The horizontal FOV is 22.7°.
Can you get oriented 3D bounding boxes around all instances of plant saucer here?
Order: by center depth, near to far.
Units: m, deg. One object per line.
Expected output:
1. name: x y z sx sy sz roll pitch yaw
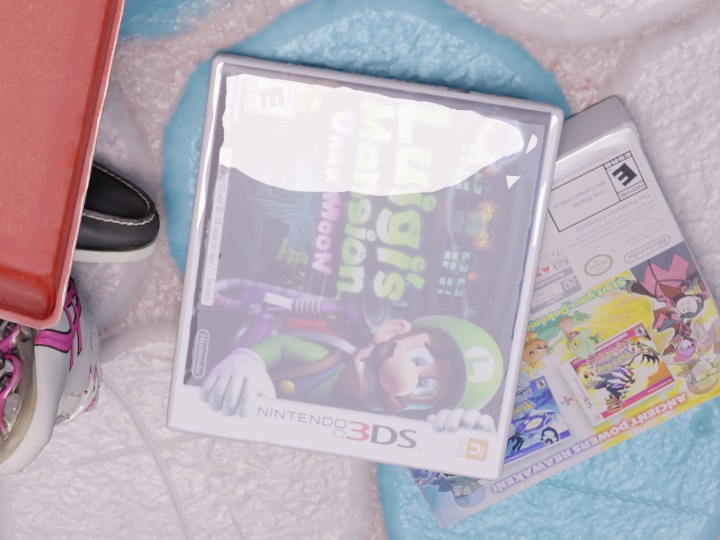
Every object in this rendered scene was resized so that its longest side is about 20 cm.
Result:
1. plant saucer: -0.202 -0.095 0.818 0.199 0.037 0.201 16 101 13

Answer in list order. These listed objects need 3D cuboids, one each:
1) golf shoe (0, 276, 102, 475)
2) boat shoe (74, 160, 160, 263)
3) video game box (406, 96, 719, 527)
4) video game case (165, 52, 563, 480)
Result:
1. golf shoe: -0.157 0.043 0.878 0.092 0.200 0.073 40 104 -24
2. boat shoe: -0.186 -0.067 0.886 0.198 0.075 0.066 24 117 -5
3. video game box: 0.092 0.027 0.992 0.199 0.047 0.183 -26 116 7
4. video game case: 0.000 0.000 0.930 0.181 0.023 0.201 9 102 0
